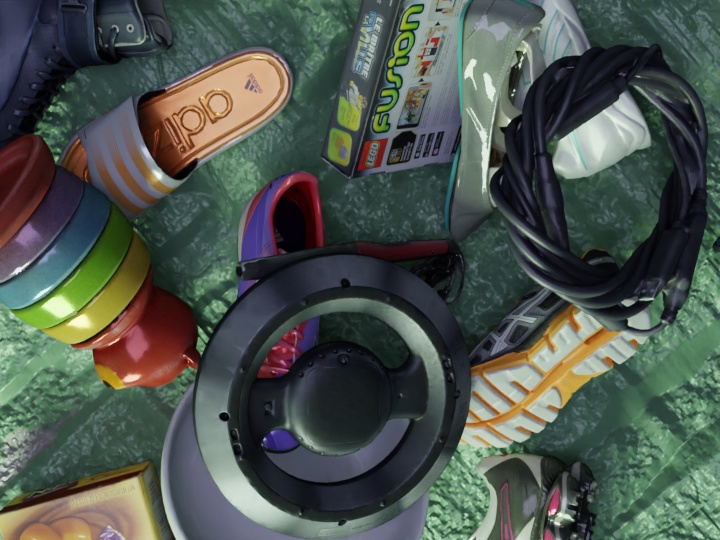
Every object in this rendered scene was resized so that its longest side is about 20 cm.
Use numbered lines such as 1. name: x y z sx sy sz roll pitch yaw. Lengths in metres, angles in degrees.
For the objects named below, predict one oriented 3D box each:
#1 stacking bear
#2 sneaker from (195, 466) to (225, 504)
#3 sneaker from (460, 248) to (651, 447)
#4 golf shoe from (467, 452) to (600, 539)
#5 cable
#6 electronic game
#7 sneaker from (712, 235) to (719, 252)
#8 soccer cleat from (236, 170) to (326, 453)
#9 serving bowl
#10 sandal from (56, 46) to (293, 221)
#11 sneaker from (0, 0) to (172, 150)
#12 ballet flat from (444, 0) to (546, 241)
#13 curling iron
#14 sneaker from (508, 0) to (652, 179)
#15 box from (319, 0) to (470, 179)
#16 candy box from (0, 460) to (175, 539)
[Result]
1. stacking bear: -0.198 0.010 1.051 0.200 0.121 0.114 46 63 -27
2. sneaker: -0.082 0.225 1.112 0.090 0.078 0.201 -23 93 -15
3. sneaker: 0.124 0.059 1.069 0.200 0.077 0.078 -35 124 24
4. golf shoe: 0.120 0.233 1.095 0.088 0.077 0.201 11 95 24
5. cable: 0.164 -0.065 0.981 0.163 0.051 0.201 25 71 -20
6. electronic game: -0.017 0.087 1.000 0.199 0.042 0.201 -4 102 -19
7. sneaker: 0.287 -0.064 1.037 0.111 0.073 0.201 -30 95 6
8. soccer cleat: -0.056 0.027 1.038 0.068 0.073 0.201 9 68 -20
9. serving bowl: -0.053 0.156 1.064 0.199 0.066 0.201 9 64 -18
10. sandal: -0.145 -0.101 1.076 0.206 0.059 0.079 -33 93 7
11. sneaker: -0.216 -0.140 1.069 0.145 0.077 0.204 9 96 6
12. ballet flat: 0.096 -0.096 1.014 0.063 0.067 0.201 15 130 17
13. curling iron: 0.000 0.000 1.029 0.199 0.025 0.050 2 82 -40
14. sneaker: 0.126 -0.156 1.043 0.080 0.070 0.201 -32 94 10
15. box: 0.045 -0.163 0.998 0.035 0.110 0.201 39 125 35
16. candy box: -0.189 0.259 1.123 0.116 0.056 0.201 -16 96 6
